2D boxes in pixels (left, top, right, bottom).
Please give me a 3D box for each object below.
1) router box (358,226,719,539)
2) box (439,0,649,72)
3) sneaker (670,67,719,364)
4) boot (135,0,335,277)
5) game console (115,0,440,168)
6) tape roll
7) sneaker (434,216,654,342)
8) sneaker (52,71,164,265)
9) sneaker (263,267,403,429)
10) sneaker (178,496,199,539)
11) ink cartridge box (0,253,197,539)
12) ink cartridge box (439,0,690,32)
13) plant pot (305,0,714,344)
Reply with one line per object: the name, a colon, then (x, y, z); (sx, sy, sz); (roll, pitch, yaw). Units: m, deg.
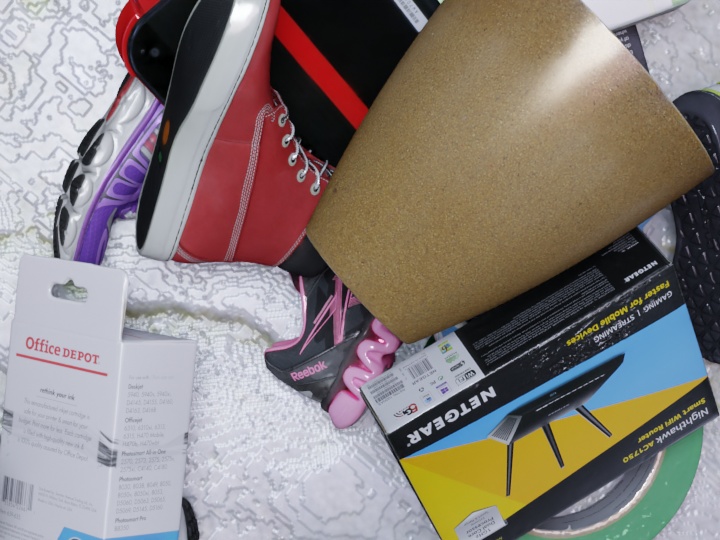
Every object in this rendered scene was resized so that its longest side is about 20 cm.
router box: (0.116, 0.082, 0.981); (0.199, 0.051, 0.150); (-31, 131, -3)
box: (0.114, -0.150, 1.062); (0.142, 0.036, 0.202); (-17, 93, -4)
sneaker: (0.256, -0.035, 1.062); (0.082, 0.071, 0.202); (-25, 116, -39)
boot: (-0.045, -0.084, 0.950); (0.143, 0.073, 0.201); (8, 127, -19)
game console: (-0.034, -0.131, 0.981); (0.176, 0.031, 0.200); (-37, 123, 9)
tape roll: (0.131, 0.103, 1.069); (0.198, 0.048, 0.203); (0, 93, -6)
sneaker: (0.126, -0.013, 1.009); (0.072, 0.073, 0.200); (44, 79, 9)
sneaker: (-0.133, -0.076, 1.022); (0.083, 0.081, 0.201); (32, 93, -19)
sneaker: (0.000, 0.000, 1.038); (0.095, 0.079, 0.201); (27, 96, 8)
sneaker: (-0.155, 0.245, 1.039); (0.080, 0.075, 0.202); (13, 89, 5)
ink cartridge box: (-0.168, 0.095, 0.999); (0.066, 0.115, 0.202); (4, 93, -48)
ink cartridge box: (0.097, -0.208, 1.017); (0.198, 0.048, 0.147); (-20, 94, -6)
plant pot: (0.070, -0.058, 0.921); (0.200, 0.186, 0.186); (-43, 96, 6)
